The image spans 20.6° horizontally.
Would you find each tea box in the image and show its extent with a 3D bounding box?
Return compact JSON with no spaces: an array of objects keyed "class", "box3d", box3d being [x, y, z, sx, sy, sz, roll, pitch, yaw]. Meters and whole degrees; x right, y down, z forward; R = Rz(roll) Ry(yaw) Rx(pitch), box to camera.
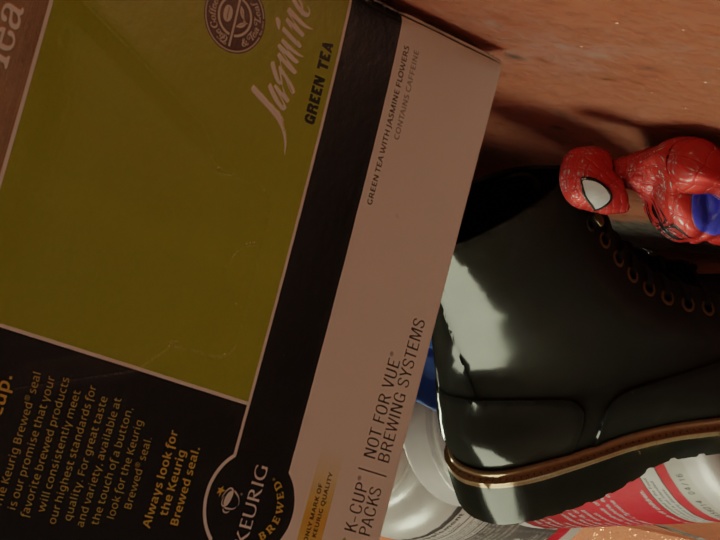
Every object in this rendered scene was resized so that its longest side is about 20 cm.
[{"class":"tea box","box3d":[-0.086,-0.006,0.644,0.196,0.201,0.133,22,169,-36]}]

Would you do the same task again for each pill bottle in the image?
[{"class":"pill bottle","box3d":[0.117,0.067,0.950,0.112,0.113,0.199,21,159,-38]},{"class":"pill bottle","box3d":[0.049,0.111,1.198,0.110,0.111,0.199,6,173,43]}]

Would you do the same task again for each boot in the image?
[{"class":"boot","box3d":[0.116,0.003,0.770,0.199,0.139,0.077,-26,-148,-14]}]

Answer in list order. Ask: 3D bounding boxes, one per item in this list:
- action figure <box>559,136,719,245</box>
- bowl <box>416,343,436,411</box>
[{"class":"action figure","box3d":[0.168,-0.011,0.723,0.199,0.052,0.065,17,175,-5]},{"class":"bowl","box3d":[0.000,0.000,0.878,0.200,0.039,0.201,34,168,8]}]
